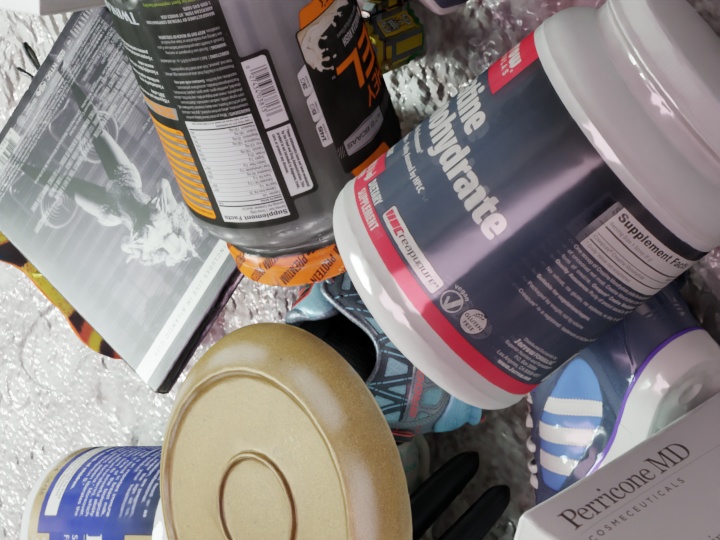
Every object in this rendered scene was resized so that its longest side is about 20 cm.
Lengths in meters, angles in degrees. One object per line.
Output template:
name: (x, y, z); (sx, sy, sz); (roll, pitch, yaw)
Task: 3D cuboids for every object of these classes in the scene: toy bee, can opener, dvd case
toy bee: (-0.197, -0.019, 1.837); (0.201, 0.108, 0.131); (60, 179, 16)
can opener: (0.009, 0.184, 1.693); (0.200, 0.079, 0.063); (-40, 85, 11)
dvd case: (-0.135, -0.047, 1.726); (0.200, 0.016, 0.149); (43, 108, 32)

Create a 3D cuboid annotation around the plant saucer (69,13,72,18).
plant saucer: (-0.111, -0.108, 1.768); (0.199, 0.031, 0.201); (21, 123, 36)

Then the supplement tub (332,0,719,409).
supplement tub: (0.099, -0.039, 1.462); (0.200, 0.140, 0.141); (-39, 79, 17)

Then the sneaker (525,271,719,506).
sneaker: (0.113, 0.060, 1.599); (0.147, 0.080, 0.201); (49, 140, 28)

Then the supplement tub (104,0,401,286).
supplement tub: (-0.051, -0.099, 1.534); (0.122, 0.123, 0.201); (12, 135, 41)

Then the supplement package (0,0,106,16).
supplement package: (-0.179, -0.255, 1.683); (0.113, 0.109, 0.201); (13, 108, 40)

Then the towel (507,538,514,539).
towel: (0.032, 0.243, 1.710); (0.023, 0.152, 0.201); (48, 139, 41)

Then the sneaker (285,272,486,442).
sneaker: (0.000, 0.000, 1.626); (0.079, 0.095, 0.201); (101, 151, -59)

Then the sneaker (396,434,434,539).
sneaker: (0.009, 0.138, 1.739); (0.080, 0.070, 0.201); (-22, 92, 45)

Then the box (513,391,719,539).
box: (0.166, 0.194, 1.512); (0.130, 0.198, 0.201); (34, 130, 28)

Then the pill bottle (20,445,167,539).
pill bottle: (-0.109, 0.166, 1.835); (0.199, 0.115, 0.116); (-5, 106, 46)

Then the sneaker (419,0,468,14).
sneaker: (0.023, -0.242, 1.503); (0.199, 0.130, 0.079); (48, 180, -6)

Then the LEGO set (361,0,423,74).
LEGO set: (-0.049, -0.184, 1.602); (0.153, 0.116, 0.201); (28, 127, 33)

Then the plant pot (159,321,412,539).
plant pot: (-0.050, 0.129, 1.621); (0.199, 0.027, 0.201); (9, 103, 46)
